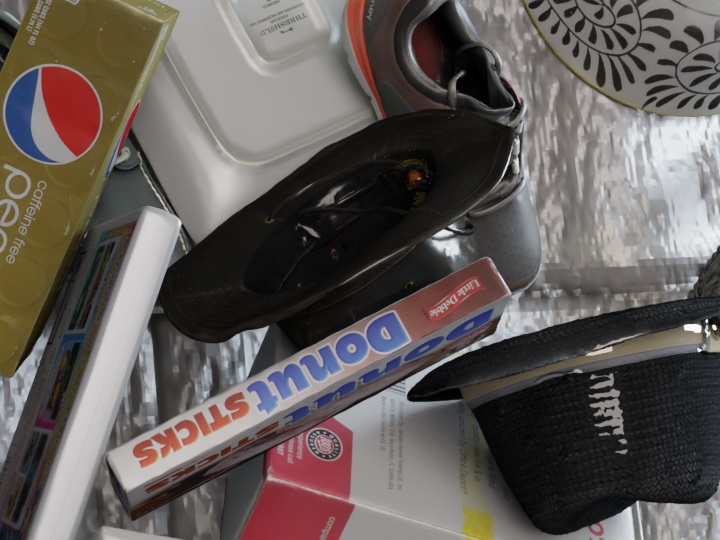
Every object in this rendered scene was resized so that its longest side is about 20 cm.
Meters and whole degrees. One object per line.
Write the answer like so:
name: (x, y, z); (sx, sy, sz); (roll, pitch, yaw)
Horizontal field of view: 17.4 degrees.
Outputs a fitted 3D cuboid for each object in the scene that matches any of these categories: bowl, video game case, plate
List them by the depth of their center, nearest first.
video game case: (-0.142, 0.071, 1.132); (0.024, 0.182, 0.201); (20, 83, -13)
plate: (-0.050, -0.136, 1.293); (0.199, 0.032, 0.201); (-27, 84, -27)
bowl: (0.194, -0.199, 1.358); (0.199, 0.094, 0.202); (4, 74, -15)

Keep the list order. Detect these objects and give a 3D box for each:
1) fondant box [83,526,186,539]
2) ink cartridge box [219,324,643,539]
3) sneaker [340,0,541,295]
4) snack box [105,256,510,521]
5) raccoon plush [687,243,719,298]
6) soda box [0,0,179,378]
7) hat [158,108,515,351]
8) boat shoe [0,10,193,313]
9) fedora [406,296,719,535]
fondant box: (-0.123, 0.208, 1.111); (0.058, 0.200, 0.145); (10, 74, -15)
ink cartridge box: (0.035, 0.114, 1.207); (0.199, 0.084, 0.146); (18, 34, -10)
sneaker: (0.055, -0.069, 1.266); (0.077, 0.082, 0.201); (-38, 114, -25)
snack box: (-0.025, 0.056, 1.096); (0.199, 0.072, 0.024); (-27, 76, -10)
raccoon plush: (0.272, 0.012, 1.333); (0.134, 0.097, 0.201); (30, 70, -15)
soda box: (-0.163, -0.052, 1.189); (0.067, 0.064, 0.201); (24, 101, -3)
hat: (0.000, 0.000, 1.180); (0.200, 0.200, 0.081); (-35, 114, -20)
boat shoe: (-0.157, -0.060, 1.241); (0.073, 0.062, 0.200); (-41, 91, -24)
fedora: (0.119, 0.075, 1.133); (0.199, 0.201, 0.092); (-10, 82, -18)
